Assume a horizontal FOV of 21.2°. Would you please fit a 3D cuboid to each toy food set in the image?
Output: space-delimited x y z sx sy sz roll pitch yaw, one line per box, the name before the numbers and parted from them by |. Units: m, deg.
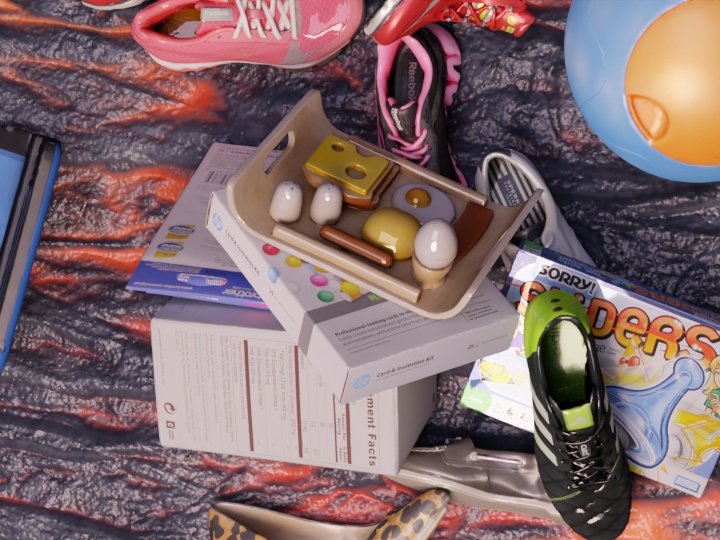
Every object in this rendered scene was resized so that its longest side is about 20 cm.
toy food set | 0.020 -0.057 1.427 0.199 0.144 0.061 26 134 11

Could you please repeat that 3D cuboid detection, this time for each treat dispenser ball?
treat dispenser ball | 0.250 -0.165 1.416 0.200 0.201 0.202 -1 87 16

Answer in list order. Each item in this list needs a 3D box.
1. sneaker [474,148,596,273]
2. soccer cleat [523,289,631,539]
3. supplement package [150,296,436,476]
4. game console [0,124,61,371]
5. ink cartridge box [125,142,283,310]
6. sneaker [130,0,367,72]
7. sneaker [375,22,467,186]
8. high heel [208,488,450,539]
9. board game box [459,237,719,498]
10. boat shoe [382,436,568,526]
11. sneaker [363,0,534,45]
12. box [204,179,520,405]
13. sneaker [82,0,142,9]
sneaker | 0.141 -0.005 1.505 0.073 0.071 0.200 -33 79 12
soccer cleat | 0.158 0.114 1.419 0.067 0.081 0.201 -13 102 3
supplement package | -0.050 0.074 1.515 0.199 0.117 0.118 5 115 16
game console | -0.332 -0.028 1.624 0.118 0.171 0.201 15 92 -10
ink cartridge box | -0.094 -0.028 1.522 0.119 0.200 0.042 7 127 16
sneaker | -0.095 -0.199 1.575 0.199 0.087 0.074 -6 86 16
sneaker | 0.040 -0.103 1.528 0.079 0.095 0.201 -5 87 14
high heel | -0.031 0.198 1.533 0.143 0.071 0.200 49 116 7
board game box | 0.191 0.074 1.468 0.199 0.034 0.136 20 108 4
boat shoe | 0.113 0.158 1.513 0.199 0.067 0.057 12 75 12
sneaker | 0.096 -0.216 1.492 0.200 0.077 0.085 -29 86 -22
box | 0.000 0.000 1.438 0.200 0.155 0.041 50 142 35
sneaker | -0.162 -0.288 1.592 0.199 0.085 0.077 -29 79 13
